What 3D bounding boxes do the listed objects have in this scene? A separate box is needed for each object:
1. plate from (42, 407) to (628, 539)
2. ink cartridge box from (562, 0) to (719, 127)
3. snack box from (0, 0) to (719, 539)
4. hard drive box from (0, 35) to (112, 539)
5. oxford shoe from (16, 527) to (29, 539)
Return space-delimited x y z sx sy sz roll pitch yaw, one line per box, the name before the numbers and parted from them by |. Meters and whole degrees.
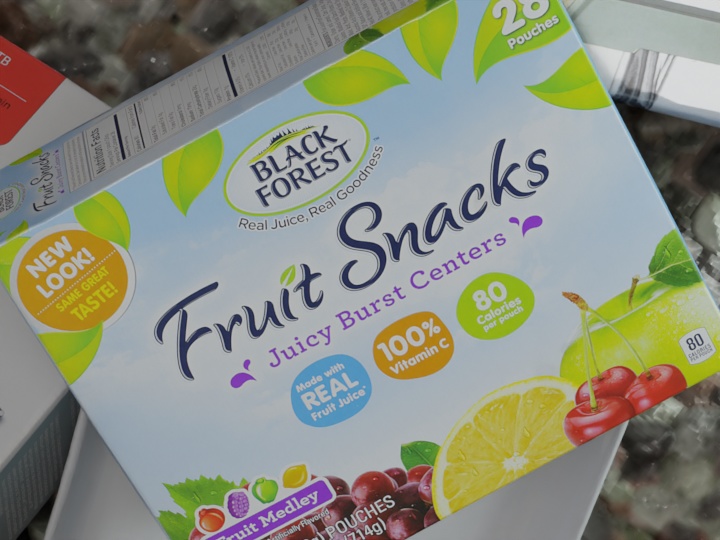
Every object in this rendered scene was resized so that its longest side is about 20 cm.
plate | -0.021 0.100 1.000 0.199 0.032 0.200 12 110 -18
ink cartridge box | 0.121 -0.098 0.988 0.200 0.146 0.084 14 96 3
snack box | 0.000 0.000 0.904 0.200 0.068 0.169 -28 115 3
hard drive box | -0.166 0.017 0.990 0.156 0.077 0.200 32 64 12
oxford shoe | -0.219 0.078 1.053 0.200 0.073 0.085 27 97 14
